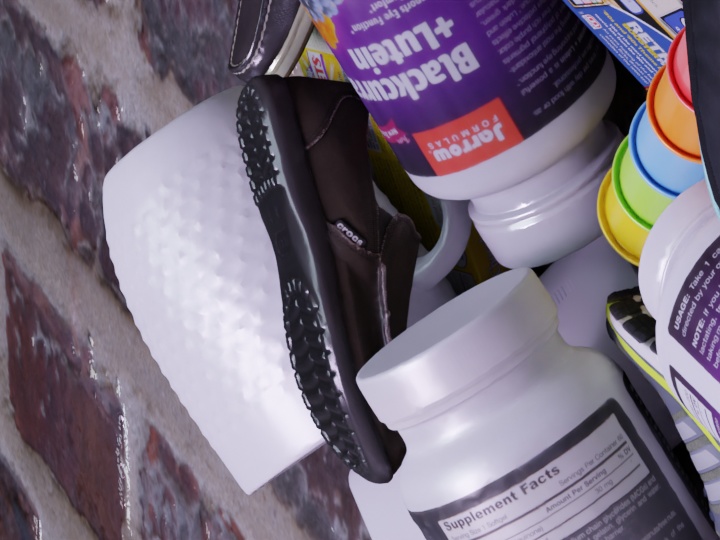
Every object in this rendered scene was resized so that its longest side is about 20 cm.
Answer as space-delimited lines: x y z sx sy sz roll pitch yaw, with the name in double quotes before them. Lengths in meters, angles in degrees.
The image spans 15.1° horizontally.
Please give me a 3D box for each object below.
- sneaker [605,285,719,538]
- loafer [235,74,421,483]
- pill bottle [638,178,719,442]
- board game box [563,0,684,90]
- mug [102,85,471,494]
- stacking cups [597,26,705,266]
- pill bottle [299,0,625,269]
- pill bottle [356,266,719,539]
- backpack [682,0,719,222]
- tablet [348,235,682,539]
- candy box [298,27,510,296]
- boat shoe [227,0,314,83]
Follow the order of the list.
"sneaker" 0.163 0.072 1.184 0.200 0.074 0.081 -124 30 -49
"loafer" 0.000 0.000 1.281 0.073 0.071 0.201 177 79 -73
"pill bottle" 0.189 0.038 1.052 0.200 0.112 0.113 -130 38 -52
"board game box" 0.125 -0.148 1.110 0.151 0.046 0.200 44 164 -16
"mug" -0.029 -0.012 1.380 0.200 0.148 0.176 -37 87 31
"stacking cups" 0.144 -0.057 1.133 0.200 0.060 0.061 106 150 -72
"pill bottle" 0.050 -0.104 1.260 0.200 0.111 0.111 57 165 -20
"pill bottle" 0.089 0.107 1.222 0.200 0.116 0.116 58 158 -6
"backpack" 0.196 -0.085 0.936 0.176 0.153 0.201 20 113 57
"tablet" 0.078 0.083 1.329 0.200 0.014 0.130 -47 47 23
"candy box" 0.027 -0.044 1.413 0.102 0.026 0.201 22 138 51
"boat shoe" -0.043 -0.190 1.343 0.073 0.065 0.201 -177 100 -69
